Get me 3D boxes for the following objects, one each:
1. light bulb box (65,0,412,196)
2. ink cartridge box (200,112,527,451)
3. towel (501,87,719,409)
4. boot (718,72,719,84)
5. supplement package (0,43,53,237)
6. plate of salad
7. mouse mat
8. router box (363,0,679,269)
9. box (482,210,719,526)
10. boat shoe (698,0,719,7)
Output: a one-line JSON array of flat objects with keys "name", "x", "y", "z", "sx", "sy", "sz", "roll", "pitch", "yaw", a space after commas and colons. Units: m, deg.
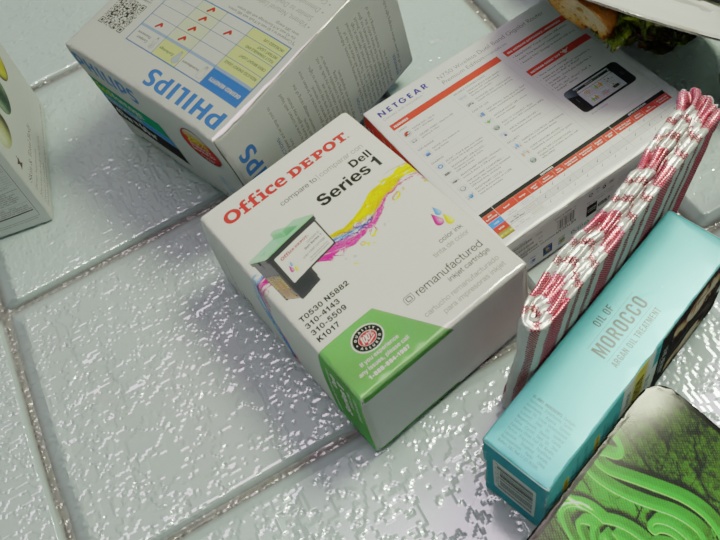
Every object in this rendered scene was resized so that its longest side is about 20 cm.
[{"name": "light bulb box", "x": -0.097, "y": -0.183, "z": 0.718, "sx": 0.197, "sy": 0.125, "sz": 0.200, "roll": 34, "pitch": 76, "yaw": 28}, {"name": "ink cartridge box", "x": 0.000, "y": 0.000, "z": 0.611, "sx": 0.144, "sy": 0.084, "sz": 0.200, "roll": -37, "pitch": 57, "yaw": -13}, {"name": "towel", "x": 0.153, "y": -0.007, "z": 0.546, "sx": 0.030, "sy": 0.147, "sz": 0.200, "roll": 36, "pitch": 71, "yaw": 22}, {"name": "boot", "x": 0.392, "y": -0.146, "z": 0.632, "sx": 0.154, "sy": 0.072, "sz": 0.200, "roll": -40, "pitch": 51, "yaw": -16}, {"name": "supplement package", "x": -0.374, "y": -0.133, "z": 0.707, "sx": 0.149, "sy": 0.201, "sz": 0.153, "roll": -19, "pitch": 56, "yaw": -1}, {"name": "plate of salad", "x": 0.212, "y": -0.204, "z": 0.675, "sx": 0.197, "sy": 0.049, "sz": 0.201, "roll": 13, "pitch": 26, "yaw": -6}, {"name": "mouse mat", "x": 0.199, "y": 0.181, "z": 0.469, "sx": 0.199, "sy": 0.008, "sz": 0.161, "roll": 40, "pitch": 72, "yaw": 16}, {"name": "router box", "x": 0.132, "y": -0.110, "z": 0.677, "sx": 0.199, "sy": 0.049, "sz": 0.180, "roll": -33, "pitch": 57, "yaw": -10}, {"name": "box", "x": 0.157, "y": 0.062, "z": 0.540, "sx": 0.049, "sy": 0.083, "sz": 0.200, "roll": 34, "pitch": 70, "yaw": 27}, {"name": "boat shoe", "x": 0.247, "y": -0.287, "z": 0.721, "sx": 0.198, "sy": 0.068, "sz": 0.073, "roll": 22, "pitch": 83, "yaw": 2}]
